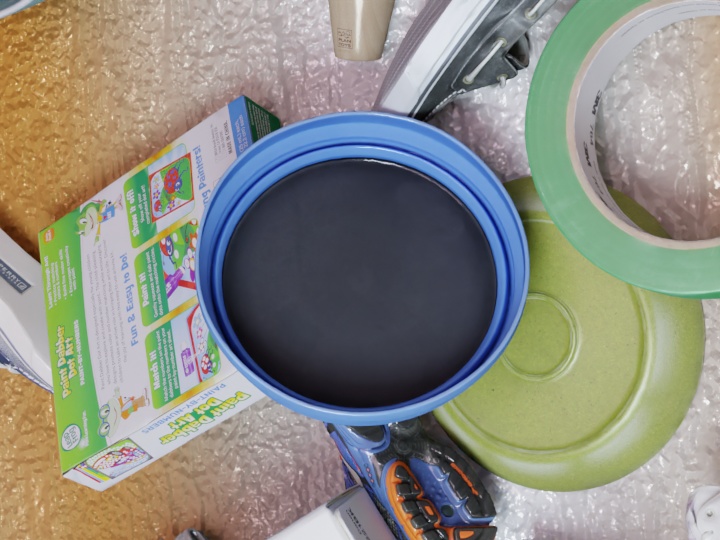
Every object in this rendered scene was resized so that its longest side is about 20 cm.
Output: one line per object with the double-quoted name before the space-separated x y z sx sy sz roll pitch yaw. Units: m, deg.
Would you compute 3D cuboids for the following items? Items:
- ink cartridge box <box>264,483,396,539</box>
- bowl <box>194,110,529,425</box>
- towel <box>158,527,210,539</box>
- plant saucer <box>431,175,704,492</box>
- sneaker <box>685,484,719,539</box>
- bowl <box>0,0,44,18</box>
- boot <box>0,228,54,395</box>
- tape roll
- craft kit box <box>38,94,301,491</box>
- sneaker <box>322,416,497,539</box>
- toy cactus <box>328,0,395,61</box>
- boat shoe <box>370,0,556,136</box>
"ink cartridge box" -0.049 0.245 1.188 0.200 0.084 0.144 -33 86 16
"bowl" 0.000 0.000 1.166 0.200 0.039 0.201 1 66 -2
"towel" -0.115 0.300 1.331 0.171 0.048 0.200 40 110 21
"plant saucer" 0.114 0.040 1.205 0.200 0.031 0.200 2 94 28
"sneaker" 0.216 0.180 1.091 0.099 0.075 0.200 22 58 20
"bowl" -0.237 -0.266 1.332 0.200 0.105 0.201 2 94 27
"boot" -0.248 0.044 1.386 0.200 0.073 0.090 44 134 15
"tape roll" 0.197 -0.084 1.128 0.200 0.048 0.201 -2 84 22
"craft kit box" -0.124 0.015 1.277 0.197 0.049 0.200 -29 53 24
"sneaker" 0.008 0.109 1.238 0.200 0.075 0.078 62 149 16
"toy cactus" 0.002 -0.215 1.225 0.200 0.102 0.165 8 106 19
"boat shoe" 0.074 -0.142 1.192 0.071 0.072 0.200 29 129 -13
